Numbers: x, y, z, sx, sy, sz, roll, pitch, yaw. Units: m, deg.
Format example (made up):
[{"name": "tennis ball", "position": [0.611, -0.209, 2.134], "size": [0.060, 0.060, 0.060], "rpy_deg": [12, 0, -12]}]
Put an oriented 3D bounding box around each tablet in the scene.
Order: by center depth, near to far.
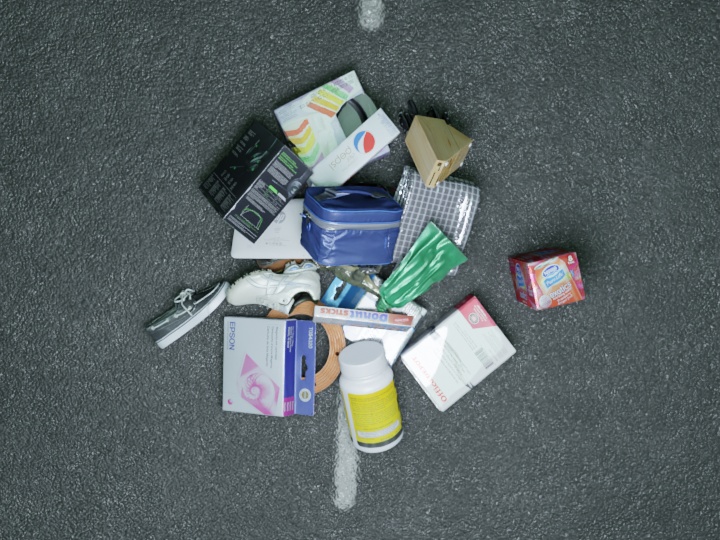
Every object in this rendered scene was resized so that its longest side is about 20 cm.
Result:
[{"name": "tablet", "position": [-0.167, -0.087, 1.661], "size": [0.196, 0.014, 0.132], "rpy_deg": [1, 70, 16]}]

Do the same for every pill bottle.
[{"name": "pill bottle", "position": [0.019, 0.254, 1.639], "size": [0.112, 0.115, 0.203], "rpy_deg": [-11, 113, 0]}]

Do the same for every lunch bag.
[{"name": "lunch bag", "position": [-0.025, -0.097, 1.553], "size": [0.197, 0.136, 0.134], "rpy_deg": [-2, 116, -28]}]

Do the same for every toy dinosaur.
[{"name": "toy dinosaur", "position": [0.000, 0.000, 1.642], "size": [0.198, 0.047, 0.089], "rpy_deg": [32, 100, 9]}]

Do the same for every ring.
[{"name": "ring", "position": [-0.120, 0.156, 1.683], "size": [0.197, 0.019, 0.204], "rpy_deg": [0, 91, 20]}]

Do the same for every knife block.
[{"name": "knife block", "position": [0.124, -0.263, 1.608], "size": [0.174, 0.200, 0.065], "rpy_deg": [33, 129, 13]}]

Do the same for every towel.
[{"name": "towel", "position": [0.141, -0.094, 1.630], "size": [0.163, 0.086, 0.203], "rpy_deg": [9, 107, -18]}]

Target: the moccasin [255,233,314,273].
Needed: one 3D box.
[{"name": "moccasin", "position": [-0.117, -0.045, 1.681], "size": [0.199, 0.078, 0.074], "rpy_deg": [-27, 66, 5]}]

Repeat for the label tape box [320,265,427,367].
[{"name": "label tape box", "position": [0.018, 0.087, 1.688], "size": [0.198, 0.063, 0.145], "rpy_deg": [34, 91, -1]}]

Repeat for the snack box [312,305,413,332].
[{"name": "snack box", "position": [0.004, 0.097, 1.613], "size": [0.196, 0.072, 0.025], "rpy_deg": [6, 75, -5]}]

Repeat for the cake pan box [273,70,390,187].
[{"name": "cake pan box", "position": [-0.055, -0.290, 1.683], "size": [0.197, 0.052, 0.187], "rpy_deg": [-24, 94, 1]}]

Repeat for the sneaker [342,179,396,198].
[{"name": "sneaker", "position": [0.051, -0.140, 1.669], "size": [0.196, 0.084, 0.078], "rpy_deg": [9, 93, -2]}]

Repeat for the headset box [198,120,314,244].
[{"name": "headset box", "position": [-0.207, -0.185, 1.617], "size": [0.201, 0.174, 0.093], "rpy_deg": [-50, 128, 1]}]

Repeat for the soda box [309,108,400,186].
[{"name": "soda box", "position": [-0.015, -0.233, 1.627], "size": [0.199, 0.068, 0.064], "rpy_deg": [-41, 93, 1]}]

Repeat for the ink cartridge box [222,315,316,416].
[{"name": "ink cartridge box", "position": [-0.191, 0.198, 1.675], "size": [0.196, 0.043, 0.200], "rpy_deg": [1, 91, 20]}]

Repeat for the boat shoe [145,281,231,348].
[{"name": "boat shoe", "position": [-0.359, 0.077, 1.683], "size": [0.198, 0.074, 0.068], "rpy_deg": [-36, 106, 10]}]

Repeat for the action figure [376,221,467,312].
[{"name": "action figure", "position": [0.102, 0.008, 1.591], "size": [0.200, 0.055, 0.118], "rpy_deg": [-45, 112, 7]}]

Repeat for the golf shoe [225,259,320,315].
[{"name": "golf shoe", "position": [-0.175, 0.048, 1.643], "size": [0.197, 0.079, 0.099], "rpy_deg": [-16, 63, -1]}]

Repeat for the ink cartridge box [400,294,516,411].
[{"name": "ink cartridge box", "position": [0.198, 0.170, 1.680], "size": [0.199, 0.084, 0.145], "rpy_deg": [-39, 92, 0]}]

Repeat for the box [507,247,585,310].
[{"name": "box", "position": [0.367, 0.013, 1.617], "size": [0.098, 0.200, 0.097], "rpy_deg": [-13, 94, 1]}]
